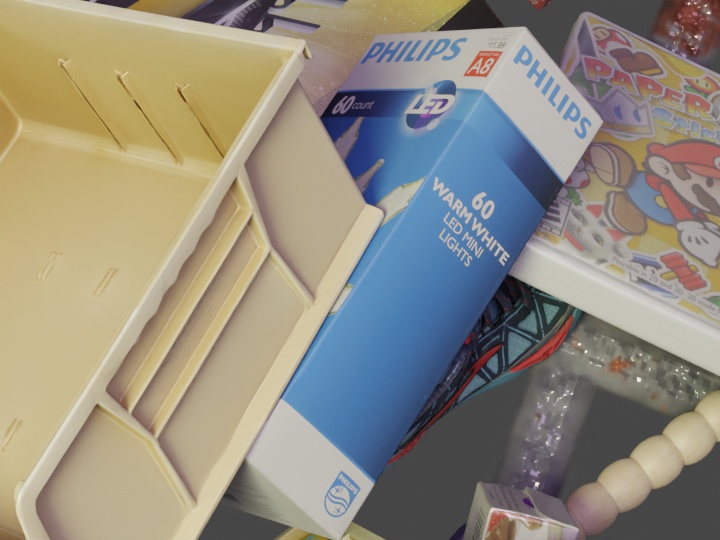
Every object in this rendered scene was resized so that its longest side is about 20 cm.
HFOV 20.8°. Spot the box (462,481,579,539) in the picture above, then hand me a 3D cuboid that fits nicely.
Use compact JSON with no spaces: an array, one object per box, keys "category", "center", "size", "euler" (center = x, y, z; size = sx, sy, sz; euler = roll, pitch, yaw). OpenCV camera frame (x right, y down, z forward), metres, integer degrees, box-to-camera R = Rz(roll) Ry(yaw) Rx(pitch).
[{"category":"box","center":[0.044,0.188,0.806],"size":[0.038,0.041,0.202],"euler":[13,99,-6]}]

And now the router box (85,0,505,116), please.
[{"category":"router box","center":[-0.047,-0.089,0.880],"size":[0.199,0.052,0.158],"euler":[-37,85,-11]}]

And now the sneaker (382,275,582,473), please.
[{"category":"sneaker","center":[0.038,0.026,0.844],"size":[0.200,0.096,0.079],"euler":[-44,86,-11]}]

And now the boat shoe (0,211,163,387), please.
[{"category":"boat shoe","center":[-0.083,0.007,0.795],"size":[0.200,0.062,0.073],"euler":[-44,94,-16]}]

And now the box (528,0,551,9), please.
[{"category":"box","center":[0.046,-0.230,0.893],"size":[0.200,0.096,0.100],"euler":[41,78,3]}]

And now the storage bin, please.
[{"category":"storage bin","center":[-0.128,0.007,0.706],"size":[0.199,0.094,0.199],"euler":[15,62,33]}]

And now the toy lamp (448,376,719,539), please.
[{"category":"toy lamp","center":[0.106,0.103,0.856],"size":[0.199,0.058,0.058],"euler":[-33,84,-10]}]

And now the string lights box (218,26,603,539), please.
[{"category":"string lights box","center":[0.000,0.000,0.769],"size":[0.059,0.102,0.201],"euler":[43,69,-29]}]

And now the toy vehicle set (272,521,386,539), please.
[{"category":"toy vehicle set","center":[-0.034,0.152,0.761],"size":[0.124,0.200,0.027],"euler":[-37,100,-12]}]

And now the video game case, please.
[{"category":"video game case","center":[0.165,-0.020,0.850],"size":[0.199,0.023,0.183],"euler":[25,41,0]}]
